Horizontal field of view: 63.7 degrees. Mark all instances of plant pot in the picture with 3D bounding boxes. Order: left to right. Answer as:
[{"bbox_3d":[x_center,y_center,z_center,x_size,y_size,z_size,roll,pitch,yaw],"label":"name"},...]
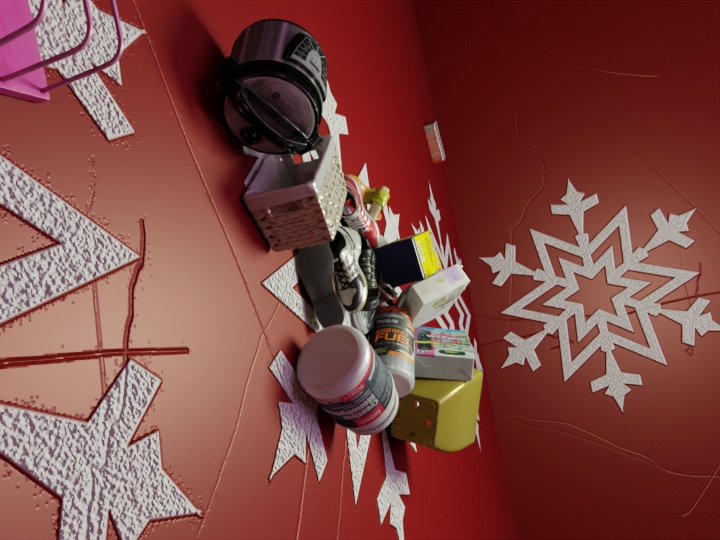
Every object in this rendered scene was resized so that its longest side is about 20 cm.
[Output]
[{"bbox_3d":[0.170,0.341,1.438,0.199,0.194,0.197,-5,103,-60],"label":"plant pot"}]

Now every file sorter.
[{"bbox_3d":[-0.317,-0.246,0.483,0.200,0.124,0.141,-13,90,-72],"label":"file sorter"}]

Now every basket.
[{"bbox_3d":[-0.107,-0.139,1.048,0.201,0.134,0.124,-77,153,-53],"label":"basket"}]

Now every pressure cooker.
[{"bbox_3d":[-0.143,-0.294,0.973,0.180,0.173,0.202,98,-4,-52],"label":"pressure cooker"}]

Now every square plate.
[{"bbox_3d":[0.163,0.061,1.559,0.029,0.196,0.201,58,-24,19],"label":"square plate"}]

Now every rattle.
[{"bbox_3d":[0.000,-0.179,1.572,0.200,0.141,0.132,-121,-138,-85],"label":"rattle"}]

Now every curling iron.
[{"bbox_3d":[0.065,0.065,1.373,0.049,0.026,0.200,39,-8,13],"label":"curling iron"}]

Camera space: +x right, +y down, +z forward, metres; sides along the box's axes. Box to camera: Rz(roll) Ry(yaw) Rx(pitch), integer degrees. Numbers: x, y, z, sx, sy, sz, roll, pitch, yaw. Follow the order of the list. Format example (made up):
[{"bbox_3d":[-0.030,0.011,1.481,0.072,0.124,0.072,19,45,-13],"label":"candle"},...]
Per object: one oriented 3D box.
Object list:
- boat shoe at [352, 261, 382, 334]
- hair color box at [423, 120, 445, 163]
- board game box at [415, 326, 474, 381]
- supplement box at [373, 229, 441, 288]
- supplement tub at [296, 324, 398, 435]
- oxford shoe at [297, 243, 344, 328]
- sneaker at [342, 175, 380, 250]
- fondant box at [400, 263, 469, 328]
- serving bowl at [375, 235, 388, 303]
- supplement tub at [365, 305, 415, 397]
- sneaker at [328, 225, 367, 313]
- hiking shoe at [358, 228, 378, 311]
[{"bbox_3d":[0.021,0.062,1.405,0.072,0.067,0.202,59,25,-44],"label":"boat shoe"},{"bbox_3d":[0.389,-0.674,3.048,0.111,0.063,0.202,-54,130,-66],"label":"hair color box"},{"bbox_3d":[0.205,0.209,1.478,0.200,0.145,0.065,-71,166,-77],"label":"board game box"},{"bbox_3d":[0.127,-0.030,1.509,0.200,0.108,0.111,-26,99,-67],"label":"supplement box"},{"bbox_3d":[-0.018,0.206,1.070,0.201,0.139,0.142,58,26,-45],"label":"supplement tub"},{"bbox_3d":[-0.084,0.020,1.148,0.071,0.070,0.203,153,-75,-80],"label":"oxford shoe"},{"bbox_3d":[-0.013,-0.129,1.424,0.202,0.071,0.113,66,16,-12],"label":"sneaker"},{"bbox_3d":[0.180,0.074,1.482,0.059,0.143,0.200,59,-21,18],"label":"fondant box"},{"bbox_3d":[0.056,-0.014,1.570,0.200,0.065,0.203,-14,90,-72],"label":"serving bowl"},{"bbox_3d":[0.069,0.190,1.378,0.201,0.121,0.123,-85,155,-43],"label":"supplement tub"},{"bbox_3d":[-0.041,-0.004,1.283,0.087,0.075,0.202,19,55,-52],"label":"sneaker"},{"bbox_3d":[0.000,0.000,1.346,0.101,0.075,0.202,84,-3,-49],"label":"hiking shoe"}]
